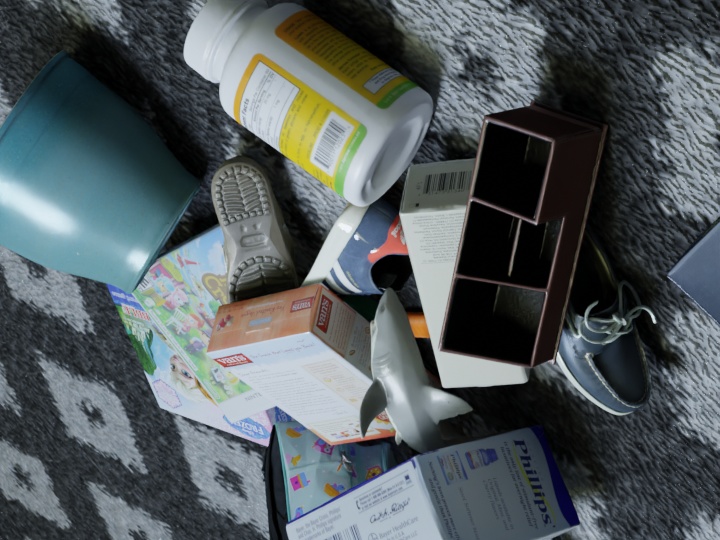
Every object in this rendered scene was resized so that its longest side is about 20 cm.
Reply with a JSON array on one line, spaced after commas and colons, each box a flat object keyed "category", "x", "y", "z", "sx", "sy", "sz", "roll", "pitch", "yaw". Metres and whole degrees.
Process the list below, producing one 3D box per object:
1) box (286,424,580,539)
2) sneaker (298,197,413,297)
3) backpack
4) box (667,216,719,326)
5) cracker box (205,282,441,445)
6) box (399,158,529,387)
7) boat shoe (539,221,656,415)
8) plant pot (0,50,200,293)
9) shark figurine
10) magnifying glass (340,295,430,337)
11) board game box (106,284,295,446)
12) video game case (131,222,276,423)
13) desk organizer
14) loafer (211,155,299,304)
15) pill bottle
[{"category": "box", "x": 0.068, "y": 0.235, "z": 1.627, "sx": 0.183, "sy": 0.199, "sz": 0.106, "roll": -32, "pitch": 73, "yaw": 38}, {"category": "sneaker", "x": 0.000, "y": 0.000, "z": 1.624, "sx": 0.084, "sy": 0.075, "sz": 0.200, "roll": 30, "pitch": 154, "yaw": -1}, {"category": "backpack", "x": -0.028, "y": 0.251, "z": 1.840, "sx": 0.177, "sy": 0.152, "sz": 0.201, "roll": 82, "pitch": 170, "yaw": -51}, {"category": "box", "x": 0.331, "y": 0.001, "z": 1.264, "sx": 0.158, "sy": 0.051, "sz": 0.200, "roll": 44, "pitch": 148, "yaw": 5}, {"category": "cracker box", "x": -0.033, "y": 0.093, "z": 1.684, "sx": 0.133, "sy": 0.058, "sz": 0.200, "roll": -12, "pitch": 143, "yaw": 37}, {"category": "box", "x": 0.093, "y": 0.005, "z": 1.498, "sx": 0.081, "sy": 0.069, "sz": 0.201, "roll": -3, "pitch": 130, "yaw": 13}, {"category": "boat shoe", "x": 0.190, "y": 0.028, "z": 1.436, "sx": 0.062, "sy": 0.075, "sz": 0.201, "roll": -12, "pitch": 105, "yaw": 59}, {"category": "plant pot", "x": -0.267, "y": -0.083, "z": 1.738, "sx": 0.187, "sy": 0.201, "sz": 0.200, "roll": 32, "pitch": 148, "yaw": -4}, {"category": "shark figurine", "x": 0.071, "y": 0.129, "z": 1.600, "sx": 0.089, "sy": 0.129, "sz": 0.215, "roll": -5, "pitch": 139, "yaw": 28}, {"category": "magnifying glass", "x": 0.022, "y": 0.050, "z": 1.703, "sx": 0.199, "sy": 0.022, "sz": 0.080, "roll": 2, "pitch": 128, "yaw": 50}, {"category": "board game box", "x": -0.175, "y": 0.092, "z": 1.949, "sx": 0.199, "sy": 0.041, "sz": 0.201, "roll": 14, "pitch": 136, "yaw": 39}, {"category": "video game case", "x": -0.132, "y": 0.056, "z": 1.811, "sx": 0.181, "sy": 0.022, "sz": 0.201, "roll": -24, "pitch": 107, "yaw": 42}, {"category": "desk organizer", "x": 0.124, "y": -0.023, "z": 1.368, "sx": 0.071, "sy": 0.077, "sz": 0.202, "roll": 22, "pitch": 113, "yaw": 31}, {"category": "loafer", "x": -0.098, "y": -0.024, "z": 1.697, "sx": 0.075, "sy": 0.068, "sz": 0.202, "roll": -4, "pitch": 119, "yaw": 5}, {"category": "pill bottle", "x": -0.047, "y": -0.153, "z": 1.467, "sx": 0.199, "sy": 0.111, "sz": 0.111, "roll": 36, "pitch": 147, "yaw": 15}]
